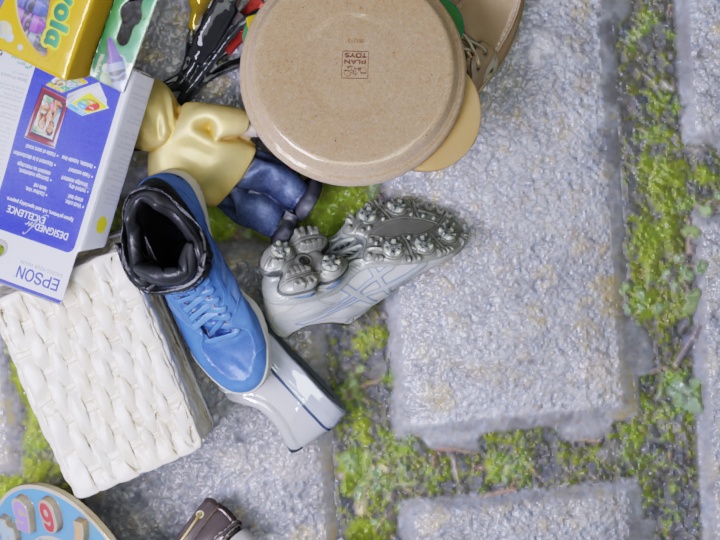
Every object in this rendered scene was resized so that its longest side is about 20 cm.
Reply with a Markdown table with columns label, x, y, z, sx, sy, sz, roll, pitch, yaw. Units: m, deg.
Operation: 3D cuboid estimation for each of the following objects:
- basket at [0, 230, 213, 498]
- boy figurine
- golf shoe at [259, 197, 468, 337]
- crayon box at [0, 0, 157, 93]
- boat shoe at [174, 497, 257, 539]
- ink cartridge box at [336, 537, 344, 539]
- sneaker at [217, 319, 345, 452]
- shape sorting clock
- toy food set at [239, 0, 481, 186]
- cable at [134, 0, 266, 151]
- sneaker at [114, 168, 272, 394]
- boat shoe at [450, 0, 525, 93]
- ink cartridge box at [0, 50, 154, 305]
| label | x | y | z | sx | sy | sz | roll | pitch | yaw |
| --- | --- | --- | --- | --- | --- | --- | --- | --- | --- |
| basket | -0.222 | 0.081 | 1.391 | 0.135 | 0.123 | 0.202 | -23 | 96 | -2 |
| boy figurine | -0.135 | -0.094 | 1.399 | 0.199 | 0.065 | 0.125 | 31 | 118 | -12 |
| golf shoe | 0.000 | 0.000 | 1.432 | 0.198 | 0.079 | 0.098 | -15 | 140 | -23 |
| crayon box | -0.260 | -0.235 | 1.275 | 0.199 | 0.052 | 0.127 | 25 | 105 | 8 |
| boat shoe | -0.178 | 0.291 | 1.441 | 0.059 | 0.072 | 0.200 | 43 | 97 | 13 |
| ink cartridge box | -0.064 | 0.344 | 1.402 | 0.199 | 0.145 | 0.084 | -32 | 116 | -3 |
| sneaker | -0.102 | 0.078 | 1.426 | 0.071 | 0.073 | 0.200 | -42 | 94 | 4 |
| shape sorting clock | -0.251 | 0.275 | 1.388 | 0.039 | 0.199 | 0.201 | -33 | 98 | -43 |
| toy food set | -0.003 | -0.169 | 1.367 | 0.198 | 0.049 | 0.200 | -14 | 82 | -2 |
| cable | -0.139 | -0.183 | 1.429 | 0.097 | 0.050 | 0.201 | 31 | 104 | -16 |
| sneaker | -0.139 | 0.018 | 1.329 | 0.076 | 0.111 | 0.202 | -18 | 97 | 13 |
| boat shoe | 0.086 | -0.180 | 1.423 | 0.071 | 0.065 | 0.201 | 29 | 92 | -6 |
| ink cartridge box | -0.284 | -0.091 | 1.360 | 0.196 | 0.047 | 0.202 | 18 | 92 | 27 |
